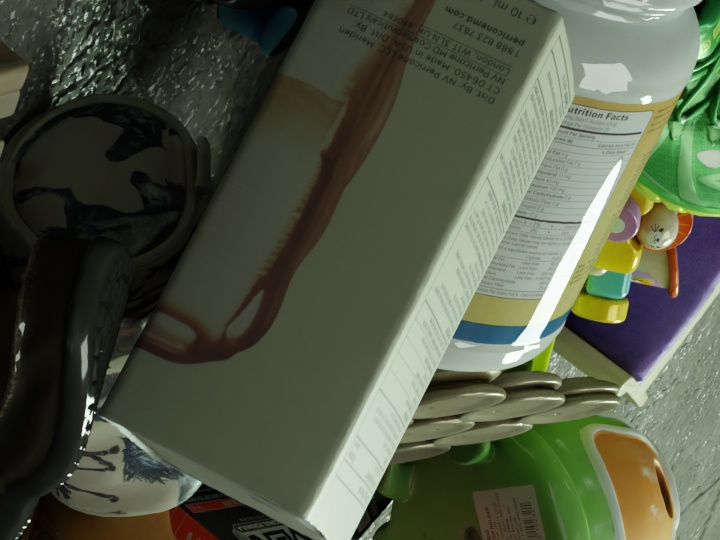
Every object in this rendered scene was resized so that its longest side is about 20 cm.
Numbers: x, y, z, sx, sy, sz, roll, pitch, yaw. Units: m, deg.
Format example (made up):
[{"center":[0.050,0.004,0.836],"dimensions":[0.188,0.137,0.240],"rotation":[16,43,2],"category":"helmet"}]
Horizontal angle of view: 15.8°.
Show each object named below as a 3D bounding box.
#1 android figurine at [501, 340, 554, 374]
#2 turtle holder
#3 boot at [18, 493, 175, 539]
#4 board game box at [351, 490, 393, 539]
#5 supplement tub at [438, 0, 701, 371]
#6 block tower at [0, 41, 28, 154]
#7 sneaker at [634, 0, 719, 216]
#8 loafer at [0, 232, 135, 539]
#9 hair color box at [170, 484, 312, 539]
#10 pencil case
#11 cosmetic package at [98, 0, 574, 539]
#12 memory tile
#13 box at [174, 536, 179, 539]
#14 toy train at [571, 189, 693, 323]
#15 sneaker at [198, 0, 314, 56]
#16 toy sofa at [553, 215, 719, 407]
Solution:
[{"center":[0.090,-0.010,1.298],"dimensions":[0.200,0.041,0.183],"rotation":[98,7,-70],"category":"android figurine"},{"center":[0.087,0.143,1.379],"dimensions":[0.131,0.141,0.186],"rotation":[-13,150,-37],"category":"turtle holder"},{"center":[-0.090,0.134,1.095],"dimensions":[0.200,0.155,0.074],"rotation":[-39,154,-31],"category":"boot"},{"center":[0.018,0.055,1.362],"dimensions":[0.135,0.028,0.200],"rotation":[-47,157,-16],"category":"board game box"},{"center":[0.054,-0.074,1.086],"dimensions":[0.144,0.145,0.200],"rotation":[-20,141,-53],"category":"supplement tub"},{"center":[-0.169,-0.003,0.865],"dimensions":[0.054,0.058,0.200],"rotation":[-24,145,-49],"category":"block tower"},{"center":[0.139,-0.094,1.182],"dimensions":[0.200,0.083,0.074],"rotation":[42,57,-29],"category":"sneaker"},{"center":[-0.135,0.045,0.926],"dimensions":[0.200,0.071,0.073],"rotation":[125,-18,-55],"category":"loafer"},{"center":[-0.017,0.183,1.256],"dimensions":[0.061,0.200,0.101],"rotation":[-59,158,15],"category":"hair color box"},{"center":[-0.093,0.017,1.010],"dimensions":[0.089,0.078,0.200],"rotation":[-9,146,-7],"category":"pencil case"},{"center":[-0.004,-0.009,0.940],"dimensions":[0.201,0.087,0.103],"rotation":[-63,168,-10],"category":"cosmetic package"},{"center":[0.009,0.074,1.205],"dimensions":[0.199,0.017,0.153],"rotation":[-17,166,35],"category":"memory tile"},{"center":[-0.144,0.201,1.130],"dimensions":[0.200,0.124,0.098],"rotation":[-32,150,-43],"category":"box"},{"center":[0.153,-0.057,1.353],"dimensions":[0.200,0.055,0.151],"rotation":[95,7,-61],"category":"toy train"},{"center":[-0.039,-0.131,0.908],"dimensions":[0.082,0.073,0.200],"rotation":[-54,158,0],"category":"sneaker"},{"center":[0.180,-0.026,1.494],"dimensions":[0.200,0.083,0.098],"rotation":[-52,159,-2],"category":"toy sofa"}]
